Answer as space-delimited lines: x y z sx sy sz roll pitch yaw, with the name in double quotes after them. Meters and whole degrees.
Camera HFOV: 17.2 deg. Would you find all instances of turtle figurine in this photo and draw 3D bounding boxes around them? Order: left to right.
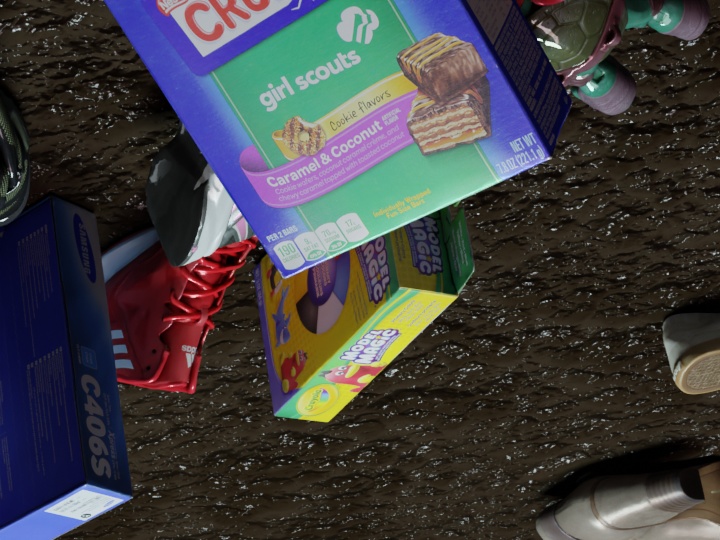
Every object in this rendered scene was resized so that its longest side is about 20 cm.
0.105 -0.148 1.309 0.150 0.101 0.200 -28 152 29 "turtle figurine"

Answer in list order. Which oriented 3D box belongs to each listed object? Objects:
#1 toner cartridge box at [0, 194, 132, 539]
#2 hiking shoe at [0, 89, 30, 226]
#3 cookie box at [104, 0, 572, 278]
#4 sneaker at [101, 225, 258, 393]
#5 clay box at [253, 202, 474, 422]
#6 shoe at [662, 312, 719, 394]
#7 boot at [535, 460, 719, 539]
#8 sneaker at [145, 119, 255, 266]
-0.199 0.063 1.474 0.095 0.200 0.043 -27 148 29 "toner cartridge box"
-0.227 -0.063 1.340 0.076 0.101 0.200 -9 151 -1 "hiking shoe"
-0.015 -0.121 1.229 0.171 0.075 0.200 -24 110 24 "cookie box"
-0.094 0.011 1.502 0.078 0.116 0.200 11 145 -34 "sneaker"
0.000 0.000 1.514 0.048 0.115 0.200 8 146 -28 "clay box"
0.318 0.052 1.788 0.200 0.053 0.070 -3 130 -21 "shoe"
0.251 0.211 2.040 0.146 0.070 0.200 -22 149 33 "boot"
-0.058 -0.091 1.376 0.086 0.080 0.200 -12 148 -35 "sneaker"
